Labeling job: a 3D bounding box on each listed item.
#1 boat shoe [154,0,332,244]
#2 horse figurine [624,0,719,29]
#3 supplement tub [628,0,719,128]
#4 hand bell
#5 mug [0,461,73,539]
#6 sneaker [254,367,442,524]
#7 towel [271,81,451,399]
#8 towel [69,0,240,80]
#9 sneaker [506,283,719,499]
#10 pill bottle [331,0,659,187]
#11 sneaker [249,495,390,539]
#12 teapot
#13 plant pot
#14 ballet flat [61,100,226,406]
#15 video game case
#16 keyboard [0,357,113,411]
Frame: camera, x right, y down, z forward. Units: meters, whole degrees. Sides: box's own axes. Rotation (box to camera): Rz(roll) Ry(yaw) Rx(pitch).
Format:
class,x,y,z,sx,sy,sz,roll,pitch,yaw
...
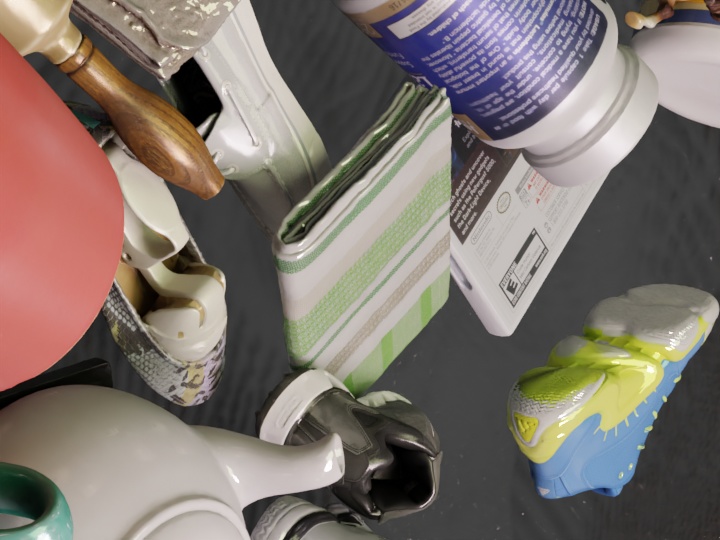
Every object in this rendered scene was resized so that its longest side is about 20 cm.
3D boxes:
class,x,y,z,sx,sy,sz,roll,pitch,yaw
boat shoe,-0.076,-0.088,1.266,0.068,0.072,0.201,-40,121,-35
horse figurine,0.184,-0.224,1.497,0.132,0.200,0.050,-23,152,-43
supplement tub,0.275,-0.211,1.588,0.144,0.144,0.202,32,70,-44
hand bell,-0.139,-0.102,1.145,0.200,0.104,0.105,45,61,-28
mug,-0.241,0.144,1.045,0.184,0.114,0.153,12,109,-37
sneaker,0.013,0.113,1.333,0.067,0.090,0.200,-54,156,4
towel,0.000,0.000,1.323,0.149,0.031,0.201,-46,154,-28
towel,-0.098,-0.207,1.217,0.132,0.034,0.201,37,61,-9
sneaker,0.172,0.087,1.561,0.199,0.075,0.106,-28,125,-35
pill bottle,0.083,-0.146,1.375,0.200,0.115,0.116,40,63,-27
sneaker,0.007,0.186,1.303,0.076,0.114,0.200,-63,163,-4
teapot,-0.125,0.163,1.153,0.197,0.145,0.202,5,102,-52
plant pot,-0.212,-0.036,1.043,0.177,0.199,0.202,36,67,-53
ballet flat,-0.111,-0.002,1.234,0.072,0.072,0.201,-49,127,-33
video game case,0.096,-0.092,1.491,0.201,0.023,0.182,-56,130,-28
keyboard,-0.210,0.082,1.169,0.199,0.039,0.105,-18,129,-47
